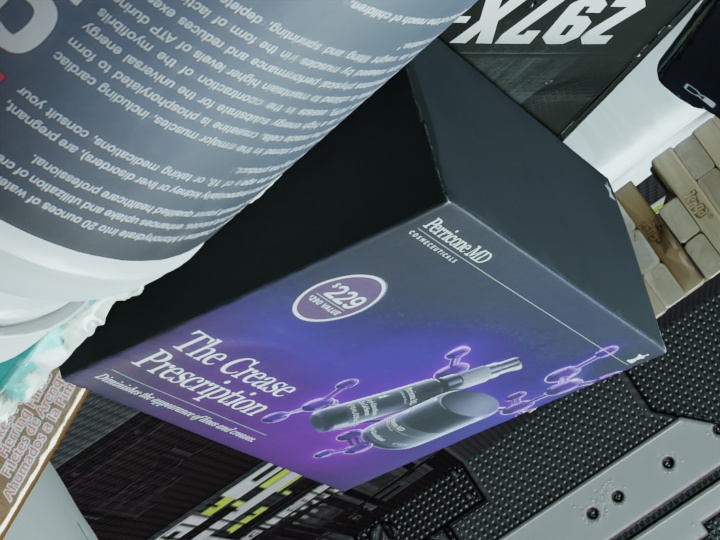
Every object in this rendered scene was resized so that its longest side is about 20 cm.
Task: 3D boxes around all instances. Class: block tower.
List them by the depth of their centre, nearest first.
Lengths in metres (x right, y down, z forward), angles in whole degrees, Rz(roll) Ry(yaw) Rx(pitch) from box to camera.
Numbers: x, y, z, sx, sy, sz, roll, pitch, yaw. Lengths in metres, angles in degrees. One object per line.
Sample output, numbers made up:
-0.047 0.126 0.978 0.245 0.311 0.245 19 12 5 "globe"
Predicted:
0.127 -0.016 1.014 0.200 0.054 0.058 -37 176 4 "block tower"

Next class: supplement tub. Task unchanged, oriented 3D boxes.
-0.053 -0.083 0.536 0.200 0.141 0.140 -40 168 28 "supplement tub"

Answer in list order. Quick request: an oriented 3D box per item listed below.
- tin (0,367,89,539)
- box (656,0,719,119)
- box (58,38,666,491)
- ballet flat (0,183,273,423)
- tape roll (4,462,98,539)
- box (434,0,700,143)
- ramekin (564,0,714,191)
-0.129 0.043 0.895 0.200 0.042 0.112 -60 -169 -2 "tin"
0.244 -0.101 0.853 0.200 0.196 0.117 -54 177 -10 "box"
0.000 0.000 0.824 0.141 0.079 0.200 -27 155 18 "box"
-0.078 -0.029 0.716 0.200 0.072 0.072 -41 168 13 "ballet flat"
-0.224 0.188 1.248 0.202 0.139 0.203 -32 169 -7 "tape roll"
-0.005 -0.074 0.809 0.199 0.049 0.160 -2 151 -32 "box"
0.091 -0.081 1.042 0.200 0.098 0.200 -37 174 -4 "ramekin"
